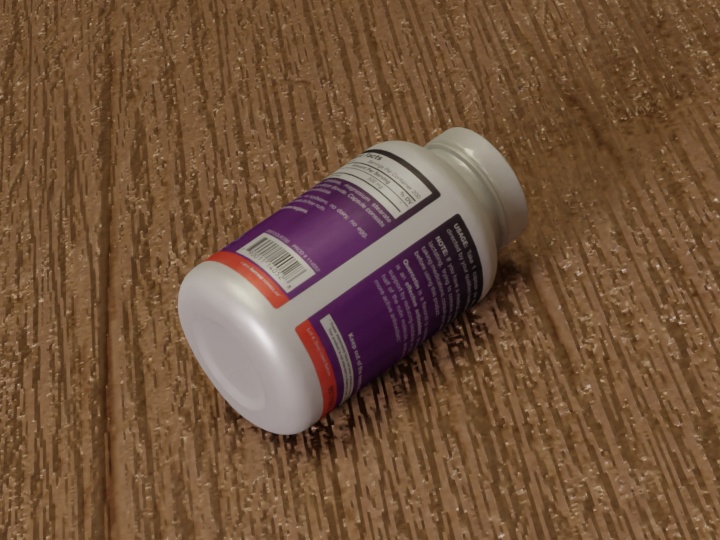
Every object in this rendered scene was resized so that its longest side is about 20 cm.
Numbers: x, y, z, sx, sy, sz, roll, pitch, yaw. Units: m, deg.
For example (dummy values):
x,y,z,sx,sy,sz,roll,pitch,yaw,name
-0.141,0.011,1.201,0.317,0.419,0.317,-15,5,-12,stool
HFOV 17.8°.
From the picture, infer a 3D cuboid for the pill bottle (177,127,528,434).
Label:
x,y,z,sx,sy,sz,roll,pitch,yaw,name
0.000,0.000,1.331,0.200,0.113,0.112,-35,33,-24,pill bottle
